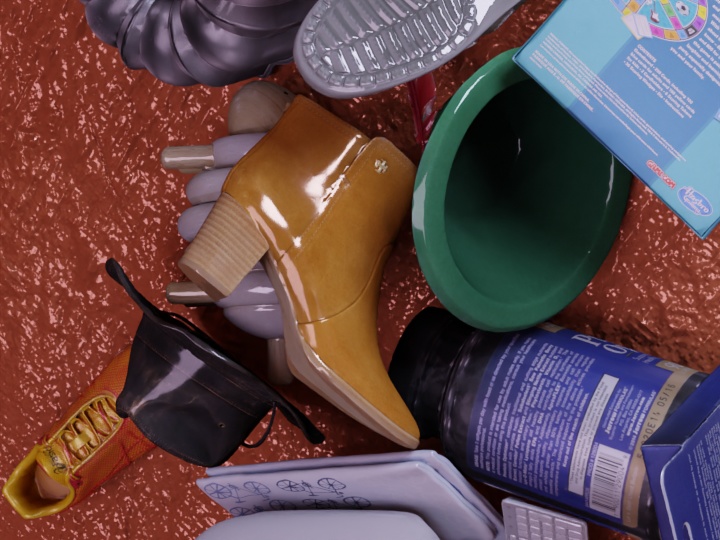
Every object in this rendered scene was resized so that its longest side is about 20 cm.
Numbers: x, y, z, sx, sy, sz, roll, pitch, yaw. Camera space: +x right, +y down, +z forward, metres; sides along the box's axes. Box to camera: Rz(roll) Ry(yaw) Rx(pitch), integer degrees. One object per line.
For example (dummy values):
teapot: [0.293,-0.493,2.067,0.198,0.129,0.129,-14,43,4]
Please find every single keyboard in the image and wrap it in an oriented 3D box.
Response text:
keyboard: [0.126,0.211,1.368,0.056,0.011,0.200,19,147,22]

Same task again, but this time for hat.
hat: [0.056,-0.077,1.308,0.176,0.166,0.200,20,86,52]
hat: [-0.120,0.080,1.402,0.201,0.201,0.081,39,87,12]

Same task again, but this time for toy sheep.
toy sheep: [-0.059,-0.025,1.362,0.138,0.138,0.200,-3,90,32]

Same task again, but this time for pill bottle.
pill bottle: [0.121,0.091,1.316,0.200,0.112,0.112,18,118,24]

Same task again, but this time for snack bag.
snack bag: [0.017,0.179,1.400,0.188,0.021,0.200,-8,142,33]

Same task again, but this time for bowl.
bowl: [-0.007,0.226,1.377,0.200,0.075,0.200,-5,135,26]

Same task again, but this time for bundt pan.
bundt pan: [-0.117,-0.207,1.346,0.202,0.076,0.202,17,123,28]

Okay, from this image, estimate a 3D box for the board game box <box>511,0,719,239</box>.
board game box: [0.204,-0.140,1.146,0.151,0.047,0.200,44,121,5]

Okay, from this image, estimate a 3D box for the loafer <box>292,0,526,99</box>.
loafer: [0.053,-0.157,1.210,0.200,0.070,0.075,-29,81,-7]

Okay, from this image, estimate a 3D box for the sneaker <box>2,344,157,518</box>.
sneaker: [-0.194,0.125,1.544,0.073,0.077,0.200,46,124,9]

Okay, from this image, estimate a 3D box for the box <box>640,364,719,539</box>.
box: [0.214,0.130,1.221,0.032,0.200,0.121,-5,107,32]

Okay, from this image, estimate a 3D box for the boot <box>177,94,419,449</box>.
boot: [-0.001,0.000,1.281,0.201,0.144,0.071,43,166,-15]
